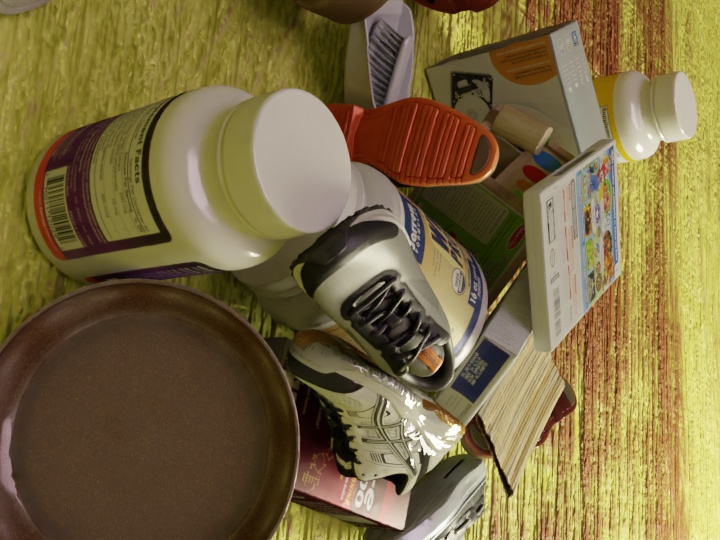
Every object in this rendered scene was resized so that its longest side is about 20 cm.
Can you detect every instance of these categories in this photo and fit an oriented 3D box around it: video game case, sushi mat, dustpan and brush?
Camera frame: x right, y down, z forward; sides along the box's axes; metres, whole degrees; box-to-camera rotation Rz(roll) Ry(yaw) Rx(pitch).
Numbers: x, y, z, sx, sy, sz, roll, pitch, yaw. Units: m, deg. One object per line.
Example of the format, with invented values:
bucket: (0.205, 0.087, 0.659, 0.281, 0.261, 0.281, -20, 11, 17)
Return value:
video game case: (0.200, -0.030, 0.797, 0.200, 0.018, 0.143, -32, 120, -51)
sushi mat: (0.168, 0.133, 0.888, 0.200, 0.012, 0.096, -44, 115, -52)
dustpan and brush: (0.022, -0.157, 0.828, 0.140, 0.057, 0.200, -38, 144, -64)

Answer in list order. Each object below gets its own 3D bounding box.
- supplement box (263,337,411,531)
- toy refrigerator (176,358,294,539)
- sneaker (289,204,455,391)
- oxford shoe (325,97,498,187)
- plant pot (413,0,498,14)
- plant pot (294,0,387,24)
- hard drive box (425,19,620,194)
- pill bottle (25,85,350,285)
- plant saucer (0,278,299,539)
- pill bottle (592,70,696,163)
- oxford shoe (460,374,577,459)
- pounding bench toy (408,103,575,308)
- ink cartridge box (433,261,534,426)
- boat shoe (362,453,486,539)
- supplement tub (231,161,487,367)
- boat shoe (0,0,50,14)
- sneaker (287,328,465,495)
supplement box: (-0.031, 0.141, 0.724, 0.200, 0.061, 0.109, 35, 60, -44)
toy refrigerator: (-0.100, 0.160, 0.584, 0.076, 0.070, 0.200, 36, 64, -74)
sneaker: (0.021, 0.024, 0.562, 0.079, 0.074, 0.200, 55, 4, 30)
oxford shoe: (0.041, -0.103, 0.740, 0.073, 0.200, 0.071, 24, 85, -50)
plant pot: (0.113, -0.387, 0.894, 0.201, 0.201, 0.195, 44, 61, -39)
plant pot: (-0.056, -0.317, 0.684, 0.174, 0.200, 0.201, 9, 77, -31)
hard drive box: (0.181, -0.154, 0.959, 0.077, 0.156, 0.200, -38, 113, -47)
pill bottle: (-0.108, -0.052, 0.542, 0.111, 0.200, 0.112, 10, 77, -51)
plant saucer: (-0.137, 0.106, 0.529, 0.032, 0.200, 0.201, 111, -23, -84)
pill bottle: (0.308, -0.187, 1.088, 0.111, 0.200, 0.112, 10, 77, -51)
oxford shoe: (0.165, 0.172, 0.953, 0.200, 0.075, 0.071, -10, 62, -47)
pounding bench toy: (0.148, -0.093, 0.849, 0.124, 0.200, 0.156, 38, 43, 10)
ink cartridge box: (0.134, 0.071, 0.859, 0.041, 0.200, 0.200, 34, 45, 9)
boat shoe: (0.077, 0.243, 0.835, 0.200, 0.072, 0.071, -20, 96, -53)
supplement tub: (0.000, 0.000, 0.716, 0.200, 0.144, 0.145, 37, 58, -43)
boat shoe: (-0.195, -0.253, 0.575, 0.060, 0.074, 0.200, 32, 71, 2)
sneaker: (0.005, 0.117, 0.654, 0.088, 0.076, 0.200, -52, 132, -2)
